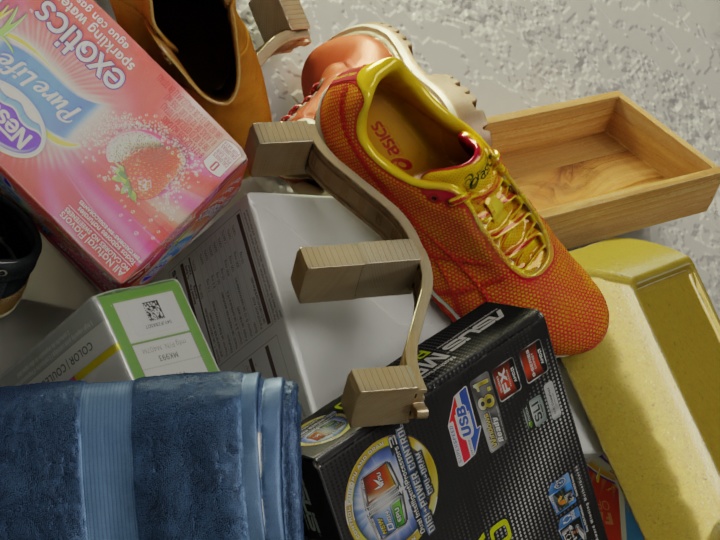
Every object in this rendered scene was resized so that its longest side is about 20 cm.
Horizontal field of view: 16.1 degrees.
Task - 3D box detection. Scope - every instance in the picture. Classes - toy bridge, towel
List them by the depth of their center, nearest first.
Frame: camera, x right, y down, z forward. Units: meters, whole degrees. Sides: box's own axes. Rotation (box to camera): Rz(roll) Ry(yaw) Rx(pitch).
[{"bbox_3d":[-0.125,0.105,1.182,0.199,0.049,0.112,-4,77,5],"label":"towel"},{"bbox_3d":[0.000,0.000,1.271,0.067,0.027,0.200,-4,46,-21],"label":"toy bridge"},{"bbox_3d":[-0.101,-0.126,1.462,0.200,0.027,0.067,-10,74,-44],"label":"toy bridge"}]

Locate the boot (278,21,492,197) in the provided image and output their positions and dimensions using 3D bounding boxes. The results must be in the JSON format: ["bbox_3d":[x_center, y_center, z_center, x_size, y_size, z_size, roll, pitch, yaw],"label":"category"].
[{"bbox_3d":[-0.011,-0.087,1.454,0.107,0.200,0.075,-15,112,-16],"label":"boot"}]

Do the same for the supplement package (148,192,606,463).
[{"bbox_3d":[0.008,0.054,1.387,0.200,0.111,0.156,2,62,-39],"label":"supplement package"}]

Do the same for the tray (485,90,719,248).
[{"bbox_3d":[0.129,-0.060,1.597,0.200,0.037,0.099,-13,45,-46],"label":"tray"}]

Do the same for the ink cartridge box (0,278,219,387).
[{"bbox_3d":[-0.098,0.117,1.259,0.059,0.104,0.200,-14,73,-45],"label":"ink cartridge box"}]

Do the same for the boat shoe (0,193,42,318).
[{"bbox_3d":[-0.245,-0.044,1.269,0.200,0.062,0.075,32,48,-19],"label":"boat shoe"}]

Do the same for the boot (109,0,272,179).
[{"bbox_3d":[-0.086,-0.107,1.336,0.202,0.071,0.144,66,-5,-30],"label":"boot"}]

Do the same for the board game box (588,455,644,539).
[{"bbox_3d":[0.138,0.098,1.523,0.153,0.040,0.201,9,57,-37],"label":"board game box"}]

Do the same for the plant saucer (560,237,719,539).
[{"bbox_3d":[0.181,0.070,1.459,0.201,0.048,0.200,65,22,4],"label":"plant saucer"}]

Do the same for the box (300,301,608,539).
[{"bbox_3d":[0.050,0.140,1.292,0.160,0.044,0.201,-31,115,-33],"label":"box"}]

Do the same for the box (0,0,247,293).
[{"bbox_3d":[-0.159,-0.087,1.299,0.200,0.103,0.095,45,80,1],"label":"box"}]

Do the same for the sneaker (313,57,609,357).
[{"bbox_3d":[0.057,-0.027,1.334,0.200,0.077,0.073,42,67,-13],"label":"sneaker"}]
